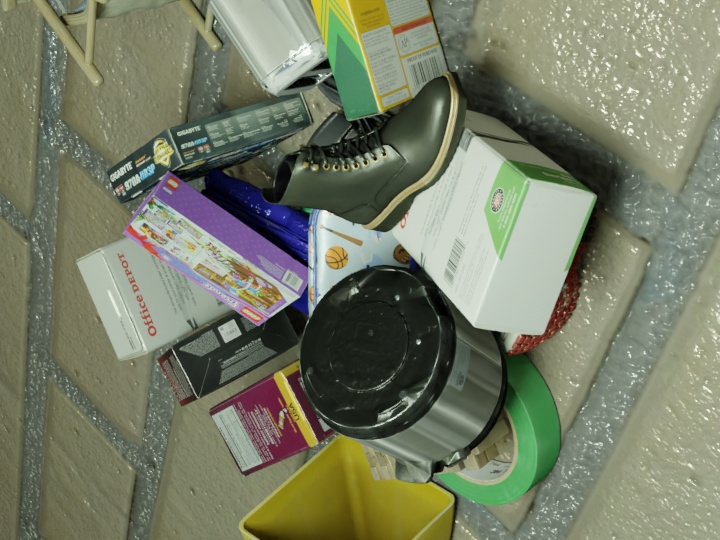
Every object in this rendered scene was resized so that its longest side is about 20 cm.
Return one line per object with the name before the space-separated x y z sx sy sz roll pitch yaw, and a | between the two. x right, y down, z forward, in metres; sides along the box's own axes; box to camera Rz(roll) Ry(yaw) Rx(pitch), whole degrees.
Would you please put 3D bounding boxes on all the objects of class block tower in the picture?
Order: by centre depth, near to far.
block tower | 0.080 0.196 1.389 0.199 0.057 0.055 -19 96 52

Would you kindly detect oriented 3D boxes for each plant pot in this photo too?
plant pot | -0.005 0.364 1.560 0.199 0.199 0.178 25 140 37

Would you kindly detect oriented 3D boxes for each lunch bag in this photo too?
lunch bag | 0.021 -0.006 1.342 0.076 0.158 0.203 -96 8 -70

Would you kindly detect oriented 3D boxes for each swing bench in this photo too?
swing bench | -0.291 -0.343 1.471 0.200 0.198 0.131 40 135 25

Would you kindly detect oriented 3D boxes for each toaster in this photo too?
toaster | -0.073 -0.262 1.282 0.113 0.200 0.130 -32 89 21

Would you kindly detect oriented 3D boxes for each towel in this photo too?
towel | -0.107 -0.023 1.460 0.198 0.050 0.149 29 140 23

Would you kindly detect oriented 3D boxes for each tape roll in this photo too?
tape roll | 0.132 0.164 1.394 0.199 0.048 0.203 26 128 38

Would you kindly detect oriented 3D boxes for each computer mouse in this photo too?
computer mouse | -0.034 -0.125 1.418 0.139 0.052 0.201 46 138 20

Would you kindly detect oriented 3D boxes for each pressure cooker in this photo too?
pressure cooker | 0.053 0.105 1.241 0.176 0.199 0.179 -45 55 9

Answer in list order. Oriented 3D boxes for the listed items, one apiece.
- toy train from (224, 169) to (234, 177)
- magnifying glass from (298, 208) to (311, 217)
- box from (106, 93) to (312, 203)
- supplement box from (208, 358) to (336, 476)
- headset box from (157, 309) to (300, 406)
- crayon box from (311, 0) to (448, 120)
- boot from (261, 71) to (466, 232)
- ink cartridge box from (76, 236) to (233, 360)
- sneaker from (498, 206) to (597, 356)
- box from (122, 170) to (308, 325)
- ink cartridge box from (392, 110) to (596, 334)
toy train | -0.130 -0.035 1.564 0.199 0.055 0.152 23 131 39
magnifying glass | 0.000 0.000 1.436 0.200 0.022 0.080 46 145 1
box | -0.177 -0.145 1.449 0.158 0.199 0.047 -21 92 51
supplement box | -0.082 0.173 1.575 0.199 0.130 0.104 -31 87 52
headset box | -0.175 0.105 1.591 0.078 0.148 0.200 61 162 2
crayon box | 0.012 -0.265 1.229 0.051 0.125 0.203 -6 106 42
boot | 0.003 -0.114 1.175 0.201 0.137 0.078 -58 35 39
ink cartridge box | -0.250 0.011 1.618 0.083 0.199 0.146 -18 97 50
sneaker | 0.176 -0.004 1.243 0.082 0.077 0.202 38 127 38
box | -0.165 -0.021 1.410 0.199 0.039 0.137 35 152 -13
ink cartridge box | 0.119 -0.053 1.172 0.200 0.083 0.148 52 129 55
